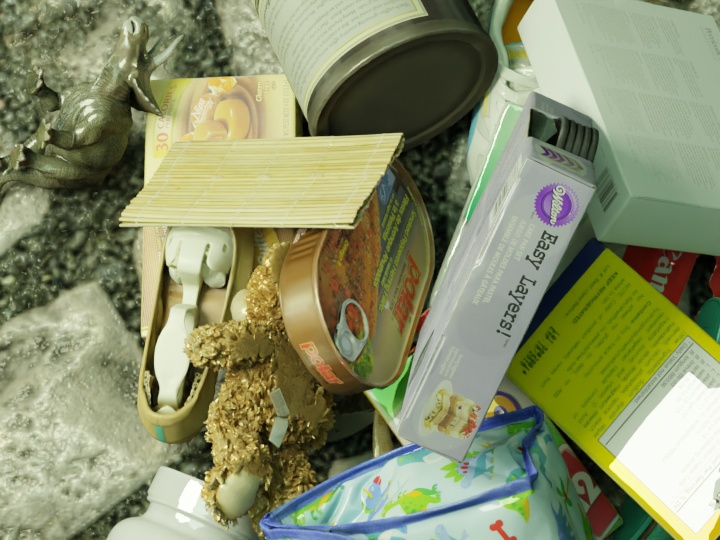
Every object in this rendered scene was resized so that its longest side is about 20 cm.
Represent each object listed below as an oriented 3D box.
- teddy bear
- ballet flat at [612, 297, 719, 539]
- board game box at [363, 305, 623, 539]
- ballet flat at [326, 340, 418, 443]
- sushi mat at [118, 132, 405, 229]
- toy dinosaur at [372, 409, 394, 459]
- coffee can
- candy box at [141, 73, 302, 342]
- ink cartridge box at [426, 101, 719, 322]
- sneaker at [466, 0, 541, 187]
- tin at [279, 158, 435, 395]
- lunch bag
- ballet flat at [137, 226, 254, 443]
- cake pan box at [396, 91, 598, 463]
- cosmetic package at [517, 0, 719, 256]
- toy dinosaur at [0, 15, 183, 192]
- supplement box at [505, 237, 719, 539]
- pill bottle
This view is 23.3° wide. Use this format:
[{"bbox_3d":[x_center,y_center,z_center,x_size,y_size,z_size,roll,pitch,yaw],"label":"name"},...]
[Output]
[{"bbox_3d":[-0.067,0.084,1.191,0.066,0.144,0.202,-11,81,43],"label":"teddy bear"},{"bbox_3d":[0.244,0.119,1.224,0.070,0.067,0.202,23,87,-14],"label":"ballet flat"},{"bbox_3d":[0.087,0.122,1.219,0.095,0.030,0.201,-36,85,-5],"label":"board game box"},{"bbox_3d":[0.008,0.081,1.271,0.198,0.046,0.068,-12,101,7],"label":"ballet flat"},{"bbox_3d":[-0.069,-0.061,1.210,0.198,0.012,0.096,1,40,31],"label":"sushi mat"},{"bbox_3d":[0.021,0.184,1.241,0.100,0.058,0.202,-21,81,-16],"label":"toy dinosaur"},{"bbox_3d":[-0.006,-0.204,1.280,0.145,0.147,0.201,-24,66,-2],"label":"coffee can"},{"bbox_3d":[-0.101,-0.043,1.304,0.114,0.055,0.202,-2,75,5],"label":"candy box"},{"bbox_3d":[0.166,-0.010,1.244,0.198,0.050,0.162,22,97,7],"label":"ink cartridge box"},{"bbox_3d":[0.117,-0.127,1.297,0.076,0.081,0.202,2,76,4],"label":"sneaker"},{"bbox_3d":[0.000,0.000,1.205,0.042,0.112,0.201,-22,29,32],"label":"tin"},{"bbox_3d":[0.053,0.206,1.137,0.198,0.128,0.171,-17,109,18],"label":"lunch bag"},{"bbox_3d":[-0.115,0.020,1.227,0.068,0.063,0.202,6,76,6],"label":"ballet flat"},{"bbox_3d":[0.088,-0.005,1.095,0.052,0.184,0.201,23,108,-3],"label":"cake pan box"},{"bbox_3d":[0.206,-0.103,1.210,0.149,0.052,0.201,5,49,-25],"label":"cosmetic package"},{"bbox_3d":[-0.210,-0.094,1.291,0.200,0.102,0.077,-54,46,32],"label":"toy dinosaur"},{"bbox_3d":[0.201,0.091,1.146,0.109,0.109,0.200,-49,59,6],"label":"supplement box"},{"bbox_3d":[-0.140,0.243,1.198,0.112,0.113,0.202,21,78,10],"label":"pill bottle"}]
